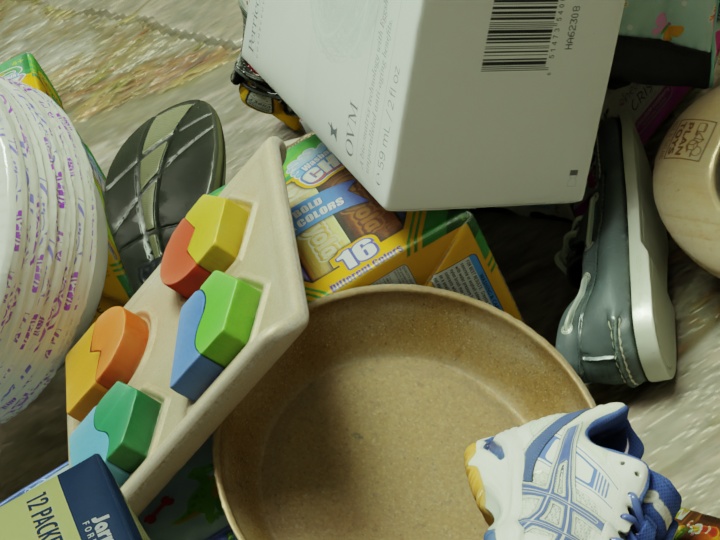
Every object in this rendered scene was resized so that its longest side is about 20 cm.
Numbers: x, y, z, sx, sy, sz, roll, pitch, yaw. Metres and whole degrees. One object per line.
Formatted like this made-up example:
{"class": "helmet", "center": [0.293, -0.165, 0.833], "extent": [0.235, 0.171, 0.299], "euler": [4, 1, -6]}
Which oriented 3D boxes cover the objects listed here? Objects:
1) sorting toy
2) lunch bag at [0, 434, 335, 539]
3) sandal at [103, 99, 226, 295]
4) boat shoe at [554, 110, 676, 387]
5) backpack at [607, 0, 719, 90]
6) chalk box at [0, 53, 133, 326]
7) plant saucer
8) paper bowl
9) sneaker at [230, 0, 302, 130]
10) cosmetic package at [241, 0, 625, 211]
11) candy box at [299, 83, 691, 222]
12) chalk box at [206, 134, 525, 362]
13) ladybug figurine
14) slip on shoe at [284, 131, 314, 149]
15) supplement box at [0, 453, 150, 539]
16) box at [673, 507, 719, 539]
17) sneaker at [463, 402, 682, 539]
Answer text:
{"class": "sorting toy", "center": [-0.098, 0.037, 1.390], "extent": [0.185, 0.036, 0.200], "euler": [-48, 22, 21]}
{"class": "lunch bag", "center": [-0.106, 0.142, 1.430], "extent": [0.200, 0.083, 0.161], "euler": [-31, 30, -6]}
{"class": "sandal", "center": [-0.103, -0.008, 1.626], "extent": [0.080, 0.057, 0.202], "euler": [-19, 62, 18]}
{"class": "boat shoe", "center": [0.131, -0.013, 1.472], "extent": [0.062, 0.073, 0.200], "euler": [-15, 40, 14]}
{"class": "backpack", "center": [0.169, -0.210, 1.480], "extent": [0.153, 0.201, 0.176], "euler": [0, 17, -3]}
{"class": "chalk box", "center": [-0.229, -0.043, 1.722], "extent": [0.124, 0.124, 0.200], "euler": [-27, 33, 2]}
{"class": "plant saucer", "center": [0.024, 0.101, 1.353], "extent": [0.199, 0.035, 0.201], "euler": [4, 58, -7]}
{"class": "paper bowl", "center": [-0.218, -0.009, 1.521], "extent": [0.200, 0.104, 0.202], "euler": [-12, 72, 42]}
{"class": "sneaker", "center": [-0.040, -0.133, 1.697], "extent": [0.078, 0.200, 0.082], "euler": [34, 86, 14]}
{"class": "cosmetic package", "center": [0.038, -0.164, 1.430], "extent": [0.122, 0.200, 0.200], "euler": [-3, 28, -25]}
{"class": "candy box", "center": [0.081, -0.101, 1.640], "extent": [0.200, 0.061, 0.136], "euler": [9, 47, 44]}
{"class": "chalk box", "center": [0.000, 0.000, 1.503], "extent": [0.124, 0.125, 0.200], "euler": [-29, 34, -1]}
{"class": "ladybug figurine", "center": [0.241, -0.039, 1.404], "extent": [0.199, 0.072, 0.136], "euler": [15, 72, 39]}
{"class": "slip on shoe", "center": [-0.007, -0.055, 1.602], "extent": [0.200, 0.076, 0.061], "euler": [-11, 27, 51]}
{"class": "supplement box", "center": [-0.147, 0.231, 1.222], "extent": [0.199, 0.200, 0.134], "euler": [-29, 33, -3]}
{"class": "box", "center": [0.110, 0.191, 1.233], "extent": [0.137, 0.039, 0.200], "euler": [12, 50, 47]}
{"class": "sneaker", "center": [0.104, 0.122, 1.227], "extent": [0.088, 0.075, 0.200], "euler": [-24, 32, 7]}
